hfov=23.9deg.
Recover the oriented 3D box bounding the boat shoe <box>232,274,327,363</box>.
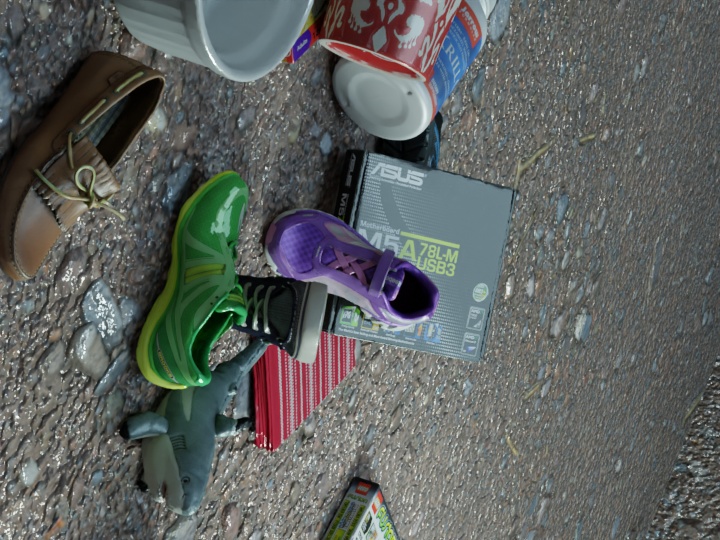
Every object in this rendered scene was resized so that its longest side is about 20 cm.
[{"bbox_3d":[-0.084,0.039,1.533,0.200,0.092,0.075,160,-59,-82],"label":"boat shoe"}]

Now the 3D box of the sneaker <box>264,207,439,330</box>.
[{"bbox_3d":[0.000,0.000,1.689,0.200,0.088,0.081,27,84,-25],"label":"sneaker"}]

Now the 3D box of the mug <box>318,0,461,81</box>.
[{"bbox_3d":[0.054,-0.280,1.573,0.177,0.133,0.201,24,85,-65],"label":"mug"}]

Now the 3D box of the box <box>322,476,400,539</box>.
[{"bbox_3d":[0.005,0.348,2.061,0.110,0.035,0.200,-60,152,-29],"label":"box"}]

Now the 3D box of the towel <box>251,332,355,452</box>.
[{"bbox_3d":[-0.058,0.084,1.787,0.200,0.022,0.145,-43,139,-53],"label":"towel"}]

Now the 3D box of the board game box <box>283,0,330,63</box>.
[{"bbox_3d":[-0.052,-0.312,1.533,0.152,0.046,0.200,-52,147,-42],"label":"board game box"}]

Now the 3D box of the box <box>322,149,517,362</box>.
[{"bbox_3d":[0.058,-0.014,1.794,0.200,0.047,0.194,13,91,-30],"label":"box"}]

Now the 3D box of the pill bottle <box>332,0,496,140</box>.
[{"bbox_3d":[0.063,-0.236,1.748,0.200,0.112,0.112,-57,150,-35],"label":"pill bottle"}]

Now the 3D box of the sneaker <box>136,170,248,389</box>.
[{"bbox_3d":[-0.131,0.011,1.510,0.074,0.083,0.201,27,79,-65],"label":"sneaker"}]

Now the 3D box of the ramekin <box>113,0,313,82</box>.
[{"bbox_3d":[-0.116,-0.259,1.365,0.200,0.097,0.201,-44,142,-48],"label":"ramekin"}]

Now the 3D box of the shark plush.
[{"bbox_3d":[-0.138,0.143,1.570,0.200,0.083,0.091,-47,144,-46],"label":"shark plush"}]

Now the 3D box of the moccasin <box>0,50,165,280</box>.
[{"bbox_3d":[-0.211,-0.077,1.289,0.202,0.078,0.074,-59,152,-31],"label":"moccasin"}]

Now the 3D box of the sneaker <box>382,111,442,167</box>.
[{"bbox_3d":[0.055,-0.088,1.865,0.082,0.073,0.201,0,105,-66],"label":"sneaker"}]
